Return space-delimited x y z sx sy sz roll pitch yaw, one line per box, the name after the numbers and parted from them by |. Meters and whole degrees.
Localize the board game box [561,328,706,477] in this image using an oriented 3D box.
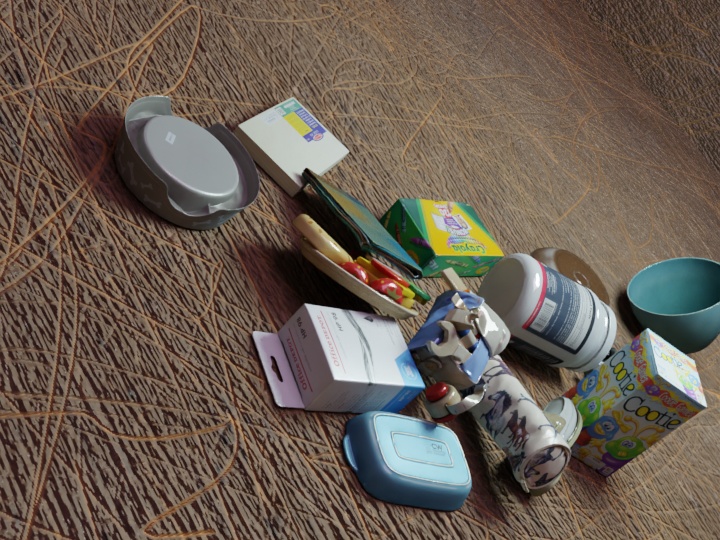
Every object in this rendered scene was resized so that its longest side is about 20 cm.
0.403 0.202 1.485 0.105 0.200 0.103 32 33 -17 | board game box

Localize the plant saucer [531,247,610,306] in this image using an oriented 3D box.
0.408 0.026 1.858 0.200 0.037 0.201 30 33 -22 | plant saucer

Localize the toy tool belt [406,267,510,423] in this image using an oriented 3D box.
0.112 0.093 1.307 0.123 0.125 0.200 56 40 -19 | toy tool belt

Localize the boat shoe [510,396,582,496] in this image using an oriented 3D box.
0.264 0.234 1.408 0.068 0.075 0.200 47 32 -6 | boat shoe

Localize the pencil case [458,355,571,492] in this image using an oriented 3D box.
0.199 0.202 1.325 0.078 0.089 0.200 49 4 -46 | pencil case

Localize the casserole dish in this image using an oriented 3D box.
0.067 0.231 1.219 0.199 0.039 0.121 19 40 -37 | casserole dish

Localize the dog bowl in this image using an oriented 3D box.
-0.231 -0.138 1.291 0.200 0.059 0.200 30 33 -22 | dog bowl

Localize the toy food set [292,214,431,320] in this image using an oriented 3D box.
0.000 0.000 1.338 0.200 0.049 0.198 35 4 25 | toy food set

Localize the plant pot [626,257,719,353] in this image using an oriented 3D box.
0.637 0.084 1.939 0.200 0.199 0.135 -72 149 -56 | plant pot

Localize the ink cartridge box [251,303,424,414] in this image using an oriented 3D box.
-0.026 0.111 1.224 0.199 0.067 0.116 10 45 -43 | ink cartridge box

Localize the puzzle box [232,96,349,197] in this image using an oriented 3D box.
-0.106 -0.197 1.538 0.133 0.025 0.200 44 31 1 | puzzle box

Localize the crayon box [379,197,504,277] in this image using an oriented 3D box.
0.136 -0.052 1.613 0.200 0.058 0.119 -1 52 -50 | crayon box

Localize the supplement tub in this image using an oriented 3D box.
0.296 0.071 1.575 0.200 0.140 0.141 27 35 -27 | supplement tub

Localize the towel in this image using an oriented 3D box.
0.002 -0.068 1.445 0.146 0.022 0.200 30 15 -47 | towel

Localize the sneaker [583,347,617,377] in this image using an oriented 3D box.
0.446 0.175 1.689 0.200 0.071 0.098 -5 58 -50 | sneaker
